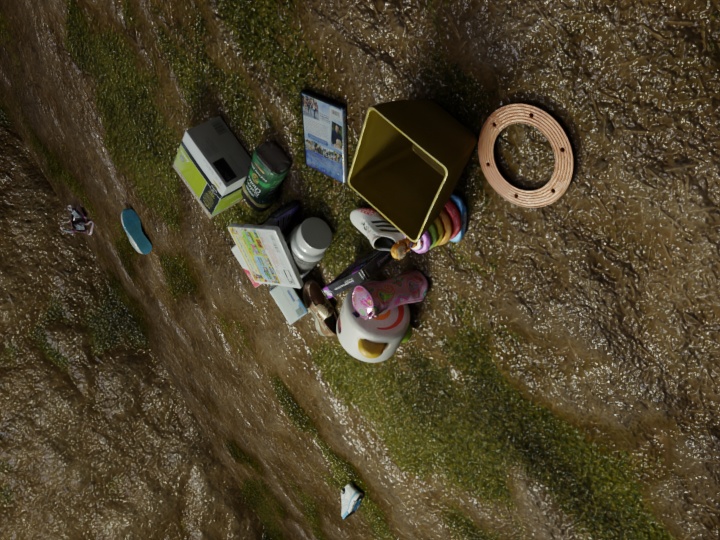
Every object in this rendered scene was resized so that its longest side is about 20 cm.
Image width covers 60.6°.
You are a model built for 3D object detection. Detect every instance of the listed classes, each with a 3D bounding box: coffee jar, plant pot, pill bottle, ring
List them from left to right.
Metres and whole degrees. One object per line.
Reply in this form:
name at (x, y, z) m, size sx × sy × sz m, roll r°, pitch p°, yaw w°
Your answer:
coffee jar at (-0.268, -0.255, 1.718) m, size 0.104 × 0.085 × 0.201 m, roll 46°, pitch 144°, yaw 7°
pill bottle at (-0.160, -0.061, 1.726) m, size 0.115 × 0.113 × 0.200 m, roll 52°, pitch 144°, yaw 2°
plant pot at (0.118, -0.222, 1.228) m, size 0.199 × 0.175 × 0.202 m, roll 41°, pitch 143°, yaw 16°
ring at (0.308, -0.214, 1.152) m, size 0.198 × 0.019 × 0.204 m, roll 28°, pitch 136°, yaw 30°

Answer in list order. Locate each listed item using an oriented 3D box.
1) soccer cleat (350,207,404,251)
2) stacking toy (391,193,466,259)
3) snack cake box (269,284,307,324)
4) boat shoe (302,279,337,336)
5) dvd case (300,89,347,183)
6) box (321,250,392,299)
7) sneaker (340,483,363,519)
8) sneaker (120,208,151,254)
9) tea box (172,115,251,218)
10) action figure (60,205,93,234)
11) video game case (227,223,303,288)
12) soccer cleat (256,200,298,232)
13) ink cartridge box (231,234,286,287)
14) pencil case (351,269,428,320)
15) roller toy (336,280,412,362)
soccer cleat at (0.040, -0.094, 1.495) m, size 0.198 × 0.085 × 0.070 m, roll 30°, pitch 138°, yaw 30°
stacking toy at (0.131, -0.082, 1.303) m, size 0.108 × 0.199 × 0.119 m, roll 25°, pitch 135°, yaw 33°
snack cake box at (-0.220, 0.087, 1.875) m, size 0.117 × 0.066 × 0.200 m, roll 58°, pitch 175°, yaw -7°
boat shoe at (-0.111, 0.113, 1.851) m, size 0.071 × 0.076 × 0.203 m, roll 8°, pitch 133°, yaw 40°
dvd case at (-0.089, -0.328, 1.512) m, size 0.141 × 0.017 × 0.204 m, roll 30°, pitch 138°, yaw 31°
box at (0.000, 0.000, 1.567) m, size 0.036 × 0.142 × 0.199 m, roll 54°, pitch 145°, yaw -5°
sneaker at (-0.046, 0.895, 2.406) m, size 0.087 × 0.074 × 0.203 m, roll 44°, pitch 137°, yaw 26°
sneaker at (-0.953, -0.161, 2.584) m, size 0.080 × 0.076 × 0.205 m, roll 3°, pitch 118°, yaw 49°
tea box at (-0.433, -0.303, 1.827) m, size 0.202 × 0.133 × 0.196 m, roll 54°, pitch 143°, yaw 1°
action figure at (-1.377, -0.242, 3.015) m, size 0.146 × 0.138 × 0.199 m, roll 17°, pitch 168°, yaw -22°
video game case at (-0.263, -0.041, 1.717) m, size 0.178 × 0.023 × 0.203 m, roll 7°, pitch 133°, yaw 33°
soccer cleat at (-0.243, -0.121, 1.753) m, size 0.198 × 0.068 × 0.074 m, roll -36°, pitch 106°, yaw 12°
ink cartridge box at (-0.296, -0.051, 1.901) m, size 0.199 × 0.083 × 0.147 m, roll -24°, pitch 99°, yaw 54°
pencil case at (0.071, 0.058, 1.484) m, size 0.086 × 0.197 × 0.090 m, roll 22°, pitch 119°, yaw 46°
roller toy at (0.032, 0.128, 1.593) m, size 0.183 × 0.198 × 0.141 m, roll 46°, pitch 143°, yaw 20°
